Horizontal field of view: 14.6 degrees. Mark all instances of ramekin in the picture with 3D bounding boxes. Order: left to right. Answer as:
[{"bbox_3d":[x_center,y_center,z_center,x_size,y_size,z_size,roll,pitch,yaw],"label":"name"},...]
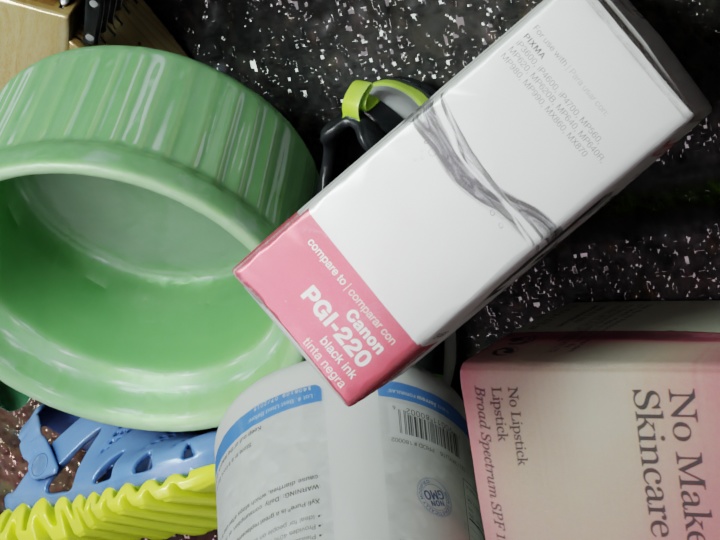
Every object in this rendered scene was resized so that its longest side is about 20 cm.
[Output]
[{"bbox_3d":[-0.113,-0.019,1.406,0.199,0.098,0.201,9,141,7],"label":"ramekin"}]

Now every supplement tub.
[{"bbox_3d":[-0.002,0.153,1.335,0.132,0.132,0.201,-41,38,37],"label":"supplement tub"}]

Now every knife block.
[{"bbox_3d":[-0.180,-0.134,1.446,0.199,0.064,0.176,-24,114,38],"label":"knife block"}]

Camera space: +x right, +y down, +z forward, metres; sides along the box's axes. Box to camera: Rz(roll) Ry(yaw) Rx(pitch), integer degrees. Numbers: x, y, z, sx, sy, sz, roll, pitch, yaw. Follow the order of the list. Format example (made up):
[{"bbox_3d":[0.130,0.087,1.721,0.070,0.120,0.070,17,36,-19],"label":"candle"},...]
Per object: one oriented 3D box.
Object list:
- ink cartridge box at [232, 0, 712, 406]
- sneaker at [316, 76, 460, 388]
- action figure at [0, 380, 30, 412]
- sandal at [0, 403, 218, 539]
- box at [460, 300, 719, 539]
[{"bbox_3d":[0.055,-0.038,1.256,0.200,0.146,0.085,-42,86,10],"label":"ink cartridge box"},{"bbox_3d":[0.000,0.000,1.391,0.071,0.083,0.201,11,112,32],"label":"sneaker"},{"bbox_3d":[-0.221,-0.001,1.545,0.200,0.118,0.055,38,109,30],"label":"action figure"},{"bbox_3d":[-0.126,0.102,1.510,0.199,0.079,0.088,-14,67,38],"label":"sandal"},{"bbox_3d":[0.162,0.088,1.290,0.199,0.109,0.129,-1,104,36],"label":"box"}]
